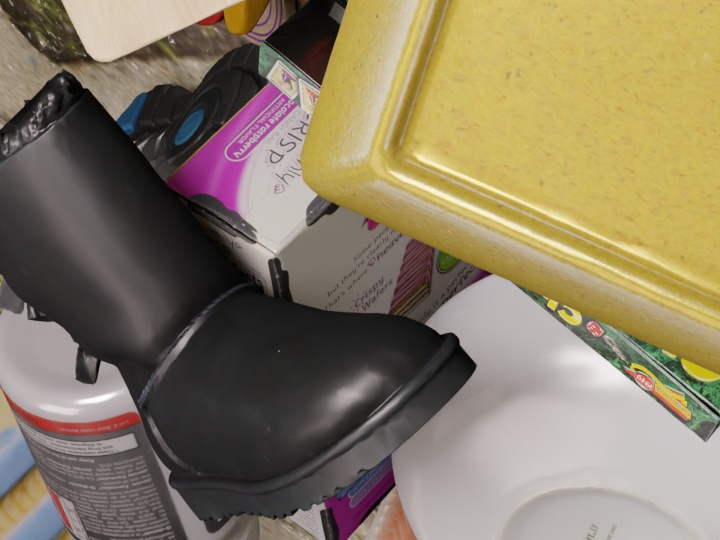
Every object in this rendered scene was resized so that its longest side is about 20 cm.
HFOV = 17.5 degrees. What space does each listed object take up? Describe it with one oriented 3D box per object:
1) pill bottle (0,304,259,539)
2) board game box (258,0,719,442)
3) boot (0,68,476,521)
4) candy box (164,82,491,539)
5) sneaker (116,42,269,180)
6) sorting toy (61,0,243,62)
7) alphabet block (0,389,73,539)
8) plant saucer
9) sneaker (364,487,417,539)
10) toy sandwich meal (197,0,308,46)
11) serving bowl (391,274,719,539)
[{"bbox_3d":[-0.121,0.092,1.281,0.116,0.116,0.200,28,149,33],"label":"pill bottle"},{"bbox_3d":[0.072,-0.042,0.798,0.200,0.105,0.023,41,151,12],"label":"board game box"},{"bbox_3d":[-0.062,0.003,0.801,0.163,0.073,0.198,53,153,-8],"label":"boot"},{"bbox_3d":[0.000,0.000,0.935,0.061,0.136,0.200,30,150,27],"label":"candy box"},{"bbox_3d":[-0.051,-0.047,1.039,0.082,0.073,0.200,40,165,-19],"label":"sneaker"},{"bbox_3d":[-0.033,-0.191,0.686,0.198,0.070,0.201,-19,100,36],"label":"sorting toy"},{"bbox_3d":[-0.257,0.158,1.503,0.200,0.195,0.197,22,144,43],"label":"alphabet block"},{"bbox_3d":[0.090,-0.065,0.597,0.199,0.048,0.201,24,114,12],"label":"plant saucer"},{"bbox_3d":[0.058,0.119,1.118,0.072,0.080,0.200,60,143,26],"label":"sneaker"},{"bbox_3d":[-0.096,-0.164,0.915,0.205,0.070,0.205,35,153,21],"label":"toy sandwich meal"},{"bbox_3d":[0.102,0.091,0.901,0.199,0.066,0.201,10,132,12],"label":"serving bowl"}]
